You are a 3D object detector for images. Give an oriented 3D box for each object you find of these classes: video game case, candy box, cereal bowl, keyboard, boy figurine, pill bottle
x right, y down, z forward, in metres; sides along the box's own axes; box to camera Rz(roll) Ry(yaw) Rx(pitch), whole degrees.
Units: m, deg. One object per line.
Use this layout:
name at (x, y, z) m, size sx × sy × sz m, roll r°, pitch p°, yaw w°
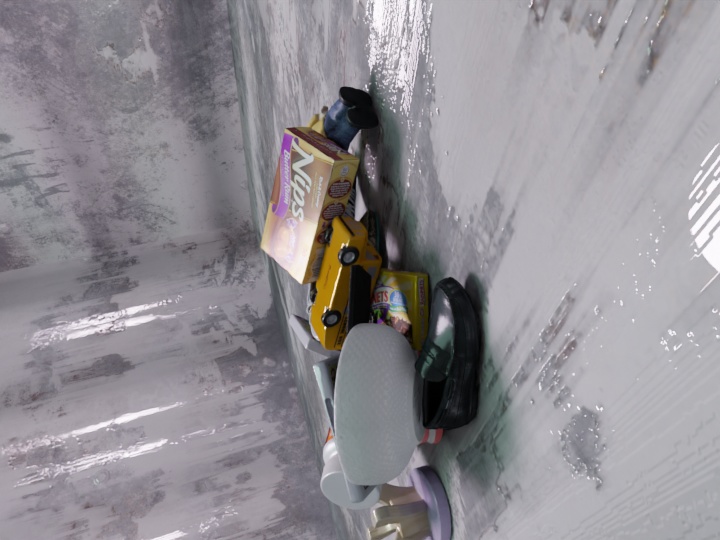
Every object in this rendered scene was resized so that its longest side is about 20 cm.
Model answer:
video game case at (0.004, 0.207, 0.829) m, size 0.199 × 0.022 × 0.185 m, roll -2°, pitch -106°, yaw -70°
candy box at (-0.080, -0.097, 0.860) m, size 0.116 × 0.056 × 0.203 m, roll 38°, pitch 125°, yaw 33°
candy box at (0.037, 0.049, 0.855) m, size 0.199 × 0.026 × 0.104 m, roll 8°, pitch 98°, yaw 61°
cereal bowl at (0.037, 0.167, 0.727) m, size 0.200 × 0.082 × 0.204 m, roll -3°, pitch -90°, yaw -72°
video game case at (-0.041, 0.147, 1.095) m, size 0.024 × 0.180 × 0.200 m, roll -64°, pitch 18°, yaw 1°
keyboard at (-0.001, 0.100, 0.779) m, size 0.127 × 0.020 × 0.204 m, roll 43°, pitch -131°, yaw -66°
boy figurine at (-0.051, -0.188, 0.897) m, size 0.200 × 0.064 × 0.126 m, roll -44°, pitch 58°, yaw 47°
pill bottle at (0.001, 0.278, 0.954) m, size 0.201 × 0.112 × 0.116 m, roll -74°, pitch -15°, yaw -53°

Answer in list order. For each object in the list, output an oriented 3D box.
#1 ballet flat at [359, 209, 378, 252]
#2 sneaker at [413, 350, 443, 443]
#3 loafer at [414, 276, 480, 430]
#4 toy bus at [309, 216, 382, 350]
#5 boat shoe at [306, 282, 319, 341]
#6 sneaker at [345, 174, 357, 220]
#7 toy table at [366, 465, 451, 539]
ballet flat at (0.000, 0.000, 0.976) m, size 0.068 × 0.074 × 0.204 m, roll -125°, pitch 27°, yaw -61°
sneaker at (0.057, 0.164, 0.861) m, size 0.074 × 0.085 × 0.203 m, roll 105°, pitch 150°, yaw -61°
loafer at (0.099, 0.106, 0.676) m, size 0.068 × 0.069 × 0.204 m, roll -132°, pitch 33°, yaw -58°
toy bus at (-0.023, 0.022, 0.856) m, size 0.065 × 0.077 × 0.203 m, roll 54°, pitch 136°, yaw 48°
boat shoe at (-0.063, 0.028, 1.018) m, size 0.065 × 0.073 × 0.205 m, roll 52°, pitch -145°, yaw -47°
sneaker at (-0.030, -0.107, 0.947) m, size 0.108 × 0.069 × 0.203 m, roll -12°, pitch 57°, yaw 61°
toy table at (0.070, 0.413, 0.963) m, size 0.185 × 0.115 × 0.202 m, roll -115°, pitch 18°, yaw -44°
